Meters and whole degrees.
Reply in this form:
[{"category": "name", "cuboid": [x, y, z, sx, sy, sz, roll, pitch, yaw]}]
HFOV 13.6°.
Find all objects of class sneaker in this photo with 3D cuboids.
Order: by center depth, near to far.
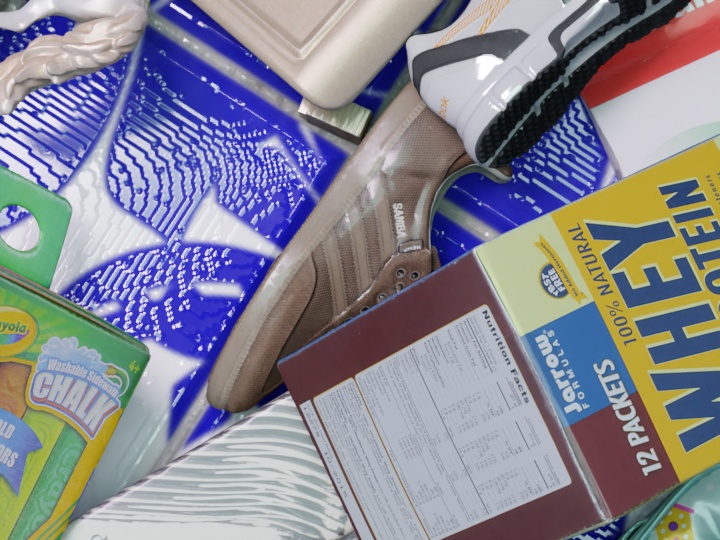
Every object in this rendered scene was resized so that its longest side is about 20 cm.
[{"category": "sneaker", "cuboid": [0.106, -0.143, 1.526, 0.200, 0.074, 0.080, -40, 62, -17]}, {"category": "sneaker", "cuboid": [0.000, 0.000, 1.538, 0.075, 0.070, 0.201, 35, 88, 1]}]

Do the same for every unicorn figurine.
[{"category": "unicorn figurine", "cuboid": [-0.143, -0.157, 1.506, 0.137, 0.074, 0.201, -28, 51, 10]}]

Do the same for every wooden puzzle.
[{"category": "wooden puzzle", "cuboid": [-0.024, -0.205, 1.551, 0.200, 0.037, 0.185, 41, 88, 18]}]

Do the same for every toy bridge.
[{"category": "toy bridge", "cuboid": [0.010, -0.171, 1.569, 0.067, 0.027, 0.201, 23, 87, 3]}]

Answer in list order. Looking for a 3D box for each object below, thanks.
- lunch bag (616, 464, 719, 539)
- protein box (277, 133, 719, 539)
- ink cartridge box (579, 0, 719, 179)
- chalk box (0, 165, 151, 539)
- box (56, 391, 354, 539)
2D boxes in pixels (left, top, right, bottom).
[{"category": "lunch bag", "cuboid": [0.170, 0.201, 1.522, 0.160, 0.077, 0.200, 44, 88, 2]}, {"category": "protein box", "cuboid": [0.106, 0.043, 1.435, 0.198, 0.200, 0.136, -24, 87, -33]}, {"category": "ink cartridge box", "cuboid": [0.197, -0.098, 1.555, 0.160, 0.050, 0.201, -24, 89, -1]}, {"category": "chalk box", "cuboid": [-0.198, 0.050, 1.487, 0.124, 0.124, 0.201, 24, 87, 45]}, {"category": "box", "cuboid": [-0.059, 0.120, 1.532, 0.199, 0.068, 0.082, -32, 88, -2]}]
